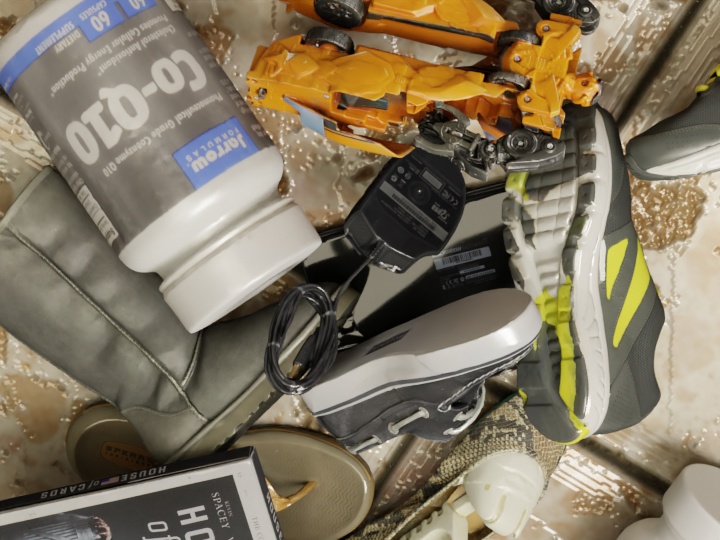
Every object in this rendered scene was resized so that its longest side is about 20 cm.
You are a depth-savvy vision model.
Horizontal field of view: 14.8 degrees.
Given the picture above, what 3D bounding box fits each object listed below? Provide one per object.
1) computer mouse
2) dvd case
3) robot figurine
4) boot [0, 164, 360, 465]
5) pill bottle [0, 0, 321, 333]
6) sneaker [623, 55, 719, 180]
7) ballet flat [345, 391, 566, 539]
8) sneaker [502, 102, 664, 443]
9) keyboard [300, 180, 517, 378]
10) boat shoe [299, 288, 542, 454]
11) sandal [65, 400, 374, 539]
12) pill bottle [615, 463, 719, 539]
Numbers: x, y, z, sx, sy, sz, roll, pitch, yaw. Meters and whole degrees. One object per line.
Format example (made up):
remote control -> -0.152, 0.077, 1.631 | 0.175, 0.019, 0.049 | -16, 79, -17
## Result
computer mouse -> 0.000, 0.000, 1.628 | 0.059, 0.200, 0.034 | 42, 148, -5
dvd case -> -0.140, 0.195, 1.690 | 0.199, 0.025, 0.151 | -13, 112, 9
robot figurine -> 0.042, -0.121, 1.601 | 0.199, 0.146, 0.058 | 14, 154, 6
boot -> -0.125, 0.012, 1.688 | 0.182, 0.073, 0.200 | -43, 83, 4
pill bottle -> -0.116, -0.071, 1.609 | 0.114, 0.114, 0.200 | -36, 87, 17
sneaker -> 0.233, -0.119, 1.600 | 0.199, 0.074, 0.085 | -28, 94, -7
ballet flat -> 0.061, 0.157, 1.721 | 0.200, 0.075, 0.068 | -41, 118, 17
sneaker -> 0.136, 0.001, 1.639 | 0.074, 0.084, 0.201 | 1, 88, 46
keyboard -> 0.070, 0.014, 1.698 | 0.199, 0.021, 0.128 | -14, 103, 12
boat shoe -> 0.044, 0.067, 1.636 | 0.200, 0.072, 0.068 | -23, 104, 46
sandal -> -0.092, 0.134, 1.740 | 0.199, 0.054, 0.081 | 13, 111, 1
pill bottle -> 0.187, 0.226, 1.714 | 0.115, 0.116, 0.201 | 29, 110, -5
